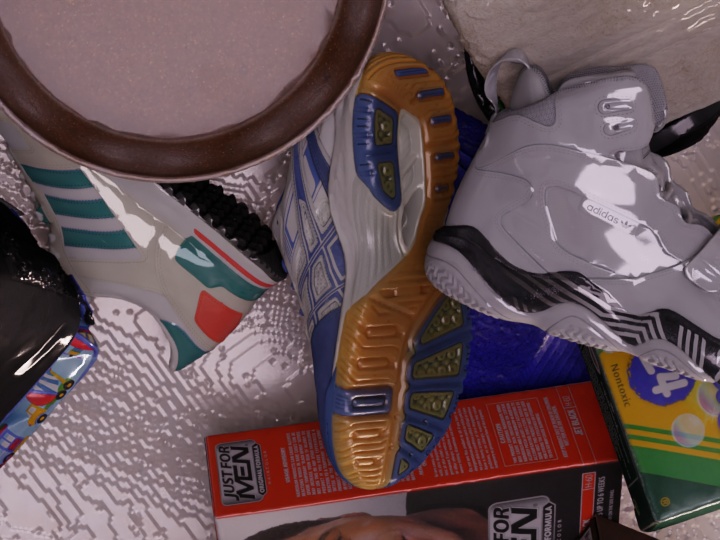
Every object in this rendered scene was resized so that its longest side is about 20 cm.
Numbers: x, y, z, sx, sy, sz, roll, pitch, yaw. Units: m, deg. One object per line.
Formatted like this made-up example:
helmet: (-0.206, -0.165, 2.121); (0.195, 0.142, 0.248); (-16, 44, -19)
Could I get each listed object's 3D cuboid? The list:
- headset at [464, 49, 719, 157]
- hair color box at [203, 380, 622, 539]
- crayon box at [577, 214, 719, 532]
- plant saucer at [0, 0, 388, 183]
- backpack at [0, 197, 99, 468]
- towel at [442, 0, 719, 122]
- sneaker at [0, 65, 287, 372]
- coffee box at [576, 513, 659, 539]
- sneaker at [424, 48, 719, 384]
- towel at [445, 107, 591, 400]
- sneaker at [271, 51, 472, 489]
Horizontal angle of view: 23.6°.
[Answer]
headset: (0.151, -0.114, 0.852); (0.198, 0.094, 0.124); (-5, 100, 3)
hair color box: (0.027, 0.123, 0.861); (0.198, 0.061, 0.102); (-8, 129, -4)
crayon box: (0.207, 0.030, 0.803); (0.199, 0.052, 0.127); (-17, 76, -3)
plant saucer: (-0.086, -0.140, 0.768); (0.199, 0.034, 0.202); (0, 94, -6)
backpack: (-0.243, 0.008, 0.781); (0.200, 0.134, 0.183); (45, 100, 23)
towel: (0.144, -0.125, 0.760); (0.199, 0.035, 0.133); (-24, 140, 11)
sneaker: (-0.136, -0.030, 0.829); (0.199, 0.070, 0.094); (38, 105, -7)
coffee box: (0.119, 0.234, 0.867); (0.114, 0.080, 0.201); (23, 121, -16)
sneaker: (0.132, -0.022, 0.735); (0.199, 0.075, 0.116); (15, 105, 12)
towel: (0.096, 0.018, 0.870); (0.199, 0.050, 0.148); (22, 110, -12)
sneaker: (0.000, 0.000, 0.815); (0.075, 0.088, 0.202); (3, 90, -39)
